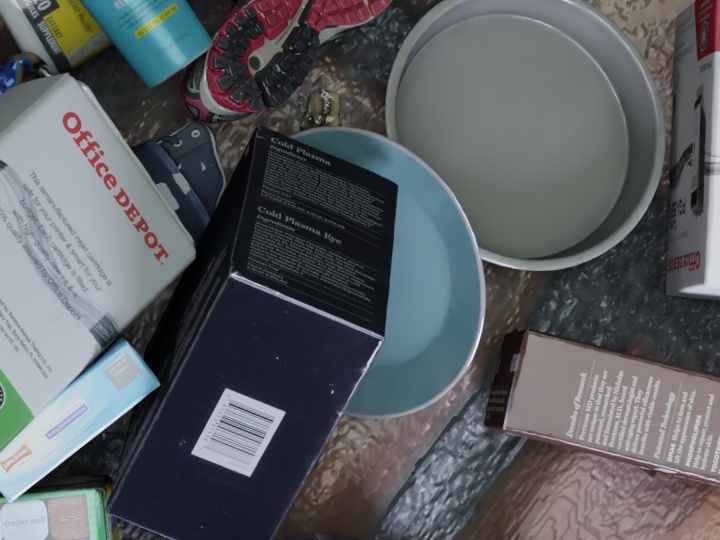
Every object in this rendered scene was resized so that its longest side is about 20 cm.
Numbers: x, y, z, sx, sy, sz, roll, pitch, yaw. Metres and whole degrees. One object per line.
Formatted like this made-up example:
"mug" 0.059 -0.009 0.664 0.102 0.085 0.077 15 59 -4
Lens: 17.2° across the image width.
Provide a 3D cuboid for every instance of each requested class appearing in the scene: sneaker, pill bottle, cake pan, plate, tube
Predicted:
"sneaker" -0.049 -0.174 1.586 0.200 0.075 0.081 -45 103 -31
"pill bottle" -0.154 -0.221 1.576 0.200 0.112 0.112 -32 90 -5
"cake pan" 0.107 -0.095 1.603 0.200 0.037 0.200 4 77 -17
"plate" 0.000 0.000 1.574 0.200 0.026 0.200 10 110 29
"tube" -0.170 -0.209 1.497 0.077 0.050 0.200 -39 100 -17
"sneaker" -0.180 -0.074 1.590 0.146 0.077 0.202 -37 77 -17

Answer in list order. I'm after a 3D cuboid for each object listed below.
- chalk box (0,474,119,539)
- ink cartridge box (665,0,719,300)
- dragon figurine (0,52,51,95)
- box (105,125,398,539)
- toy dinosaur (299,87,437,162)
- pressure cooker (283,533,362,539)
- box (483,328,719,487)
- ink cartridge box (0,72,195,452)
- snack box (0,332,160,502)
"chalk box" -0.215 0.200 1.507 0.124 0.200 0.124 -5 89 -3
"ink cartridge box" 0.257 -0.080 1.582 0.083 0.147 0.200 3 86 -3
"dragon figurine" -0.266 -0.118 1.528 0.099 0.059 0.200 -41 76 -21
"box" -0.065 0.046 1.490 0.104 0.182 0.200 23 121 -11
"toy dinosaur" 0.018 -0.032 1.616 0.088 0.047 0.200 -14 93 -1
"pressure cooker" -0.023 0.259 1.519 0.179 0.200 0.176 32 85 -3
"box" 0.191 0.096 1.592 0.200 0.100 0.075 16 86 -3
"ink cartridge box" -0.216 -0.002 1.428 0.200 0.083 0.147 -45 114 -30
"snack box" -0.189 0.085 1.514 0.116 0.200 0.037 -38 98 -6
